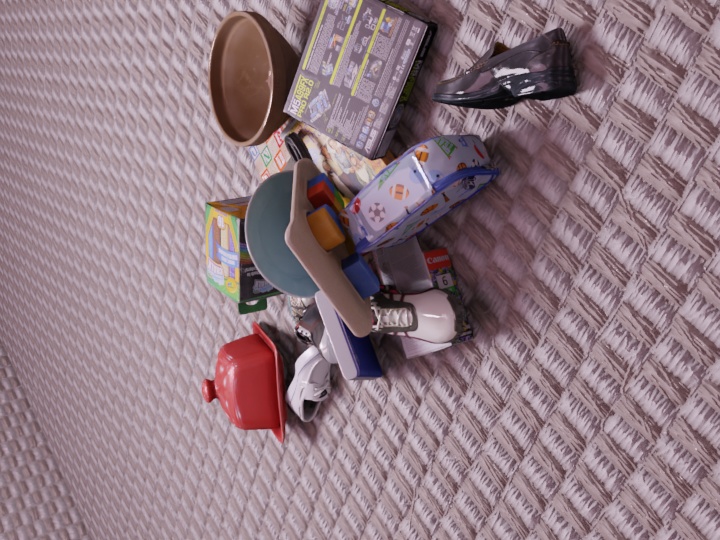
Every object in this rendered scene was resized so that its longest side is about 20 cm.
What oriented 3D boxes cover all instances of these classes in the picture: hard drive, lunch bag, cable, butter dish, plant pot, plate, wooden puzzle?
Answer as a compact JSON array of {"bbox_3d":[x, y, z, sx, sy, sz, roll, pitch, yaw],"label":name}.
[{"bbox_3d":[-0.014,0.102,1.251,0.200,0.025,0.133,34,-146,-77],"label":"hard drive"},{"bbox_3d":[0.079,-0.098,1.045,0.199,0.160,0.076,-34,78,30],"label":"lunch bag"},{"bbox_3d":[-0.050,-0.121,1.252,0.201,0.050,0.097,60,169,16],"label":"cable"},{"bbox_3d":[-0.227,0.217,1.556,0.200,0.147,0.201,-149,54,-68],"label":"butter dish"},{"bbox_3d":[-0.151,-0.295,1.270,0.200,0.092,0.203,16,111,50],"label":"plant pot"},{"bbox_3d":[-0.098,-0.055,1.278,0.025,0.199,0.202,-12,91,50],"label":"plate"},{"bbox_3d":[-0.027,-0.039,1.079,0.046,0.201,0.186,-25,119,18],"label":"wooden puzzle"}]

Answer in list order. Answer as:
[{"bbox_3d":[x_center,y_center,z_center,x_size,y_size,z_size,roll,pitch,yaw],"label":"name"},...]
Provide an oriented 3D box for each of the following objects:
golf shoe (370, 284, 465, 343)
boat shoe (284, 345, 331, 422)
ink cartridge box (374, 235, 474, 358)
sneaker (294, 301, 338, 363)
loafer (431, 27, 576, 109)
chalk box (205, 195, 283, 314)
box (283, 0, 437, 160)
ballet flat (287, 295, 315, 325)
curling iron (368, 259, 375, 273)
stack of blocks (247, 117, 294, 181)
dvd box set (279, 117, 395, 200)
[{"bbox_3d":[0.058,0.065,1.118,0.199,0.088,0.078,2,101,52],"label":"golf shoe"},{"bbox_3d":[-0.079,0.198,1.452,0.066,0.073,0.201,52,148,24],"label":"boat shoe"},{"bbox_3d":[0.085,0.017,1.183,0.109,0.050,0.202,-26,79,54],"label":"ink cartridge box"},{"bbox_3d":[-0.065,0.103,1.312,0.200,0.081,0.078,-94,-20,-73],"label":"sneaker"},{"bbox_3d":[0.168,-0.235,0.983,0.199,0.072,0.073,1,93,44],"label":"loafer"},{"bbox_3d":[-0.200,-0.021,1.494,0.124,0.124,0.202,27,120,46],"label":"chalk box"},{"bbox_3d":[-0.004,-0.277,1.136,0.160,0.044,0.201,30,115,17],"label":"box"},{"bbox_3d":[-0.093,0.007,1.412,0.075,0.068,0.202,-11,88,45],"label":"ballet flat"},{"bbox_3d":[0.000,0.000,1.301,0.049,0.026,0.202,-19,85,16],"label":"curling iron"},{"bbox_3d":[-0.116,-0.238,1.368,0.200,0.058,0.116,-46,64,49],"label":"stack of blocks"},{"bbox_3d":[-0.026,-0.170,1.240,0.201,0.029,0.146,54,137,4],"label":"dvd box set"}]
